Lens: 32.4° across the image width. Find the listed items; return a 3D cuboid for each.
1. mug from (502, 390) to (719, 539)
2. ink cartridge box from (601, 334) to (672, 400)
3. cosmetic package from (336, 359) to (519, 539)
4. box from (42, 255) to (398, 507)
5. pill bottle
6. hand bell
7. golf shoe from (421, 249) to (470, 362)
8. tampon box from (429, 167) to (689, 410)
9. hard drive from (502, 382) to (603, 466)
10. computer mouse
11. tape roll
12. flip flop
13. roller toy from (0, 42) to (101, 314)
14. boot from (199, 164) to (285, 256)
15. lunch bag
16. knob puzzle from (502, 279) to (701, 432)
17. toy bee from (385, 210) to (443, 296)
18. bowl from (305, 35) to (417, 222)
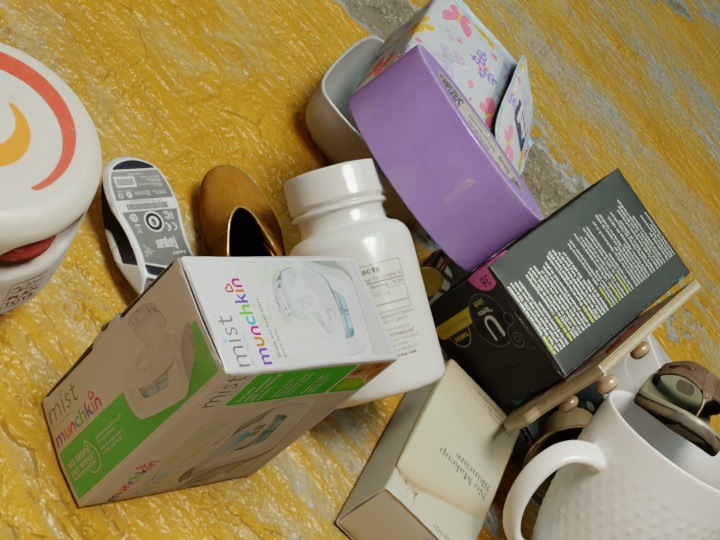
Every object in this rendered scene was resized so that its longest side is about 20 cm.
[{"bbox_3d":[0.208,0.210,1.060,0.199,0.176,0.148,22,18,-30],"label":"mug"},{"bbox_3d":[0.306,0.147,1.285,0.200,0.067,0.118,39,31,-56],"label":"ink cartridge box"},{"bbox_3d":[0.066,0.184,1.121,0.104,0.073,0.200,45,34,-8],"label":"cosmetic package"},{"bbox_3d":[-0.107,0.078,0.919,0.175,0.200,0.097,-1,58,-49],"label":"box"},{"bbox_3d":[-0.002,0.011,1.090,0.114,0.114,0.202,-12,87,-51],"label":"pill bottle"},{"bbox_3d":[0.208,0.138,1.237,0.104,0.104,0.201,37,26,-17],"label":"hand bell"},{"bbox_3d":[0.096,0.029,1.285,0.077,0.088,0.201,38,38,-18],"label":"golf shoe"},{"bbox_3d":[0.187,0.022,1.205,0.199,0.150,0.127,-33,86,-31],"label":"tampon box"},{"bbox_3d":[0.224,0.163,1.343,0.199,0.038,0.141,-15,70,-53],"label":"hard drive"},{"bbox_3d":[-0.174,-0.002,1.059,0.109,0.044,0.202,-7,68,-45],"label":"computer mouse"},{"bbox_3d":[0.079,-0.105,1.151,0.201,0.085,0.200,51,12,-15],"label":"tape roll"},{"bbox_3d":[0.292,0.108,1.091,0.081,0.058,0.200,35,16,11],"label":"flip flop"},{"bbox_3d":[-0.291,-0.062,0.898,0.181,0.140,0.202,17,47,-22],"label":"roller toy"},{"bbox_3d":[-0.099,-0.031,1.077,0.070,0.144,0.203,-17,69,-6],"label":"boot"},{"bbox_3d":[0.109,-0.177,1.331,0.200,0.127,0.170,46,40,-14],"label":"lunch bag"},{"bbox_3d":[0.208,0.099,1.134,0.031,0.219,0.219,53,35,5],"label":"knob puzzle"},{"bbox_3d":[0.000,0.000,1.187,0.130,0.109,0.201,-27,64,-9],"label":"toy bee"},{"bbox_3d":[0.030,-0.149,1.386,0.200,0.075,0.200,45,35,-6],"label":"bowl"}]
